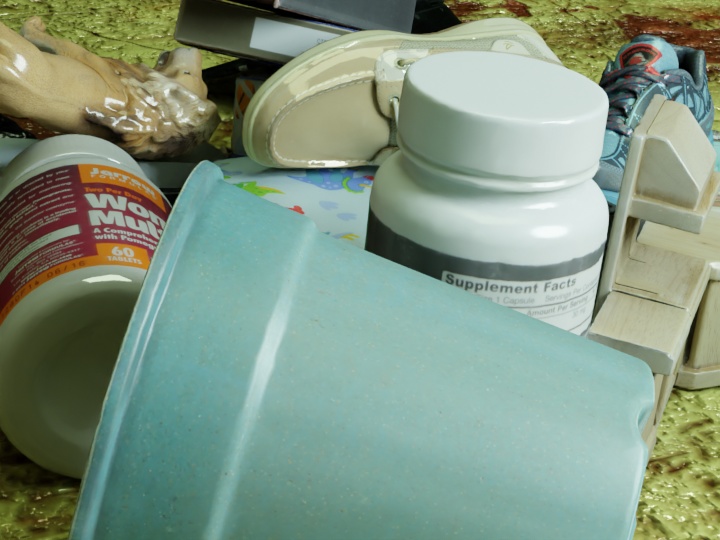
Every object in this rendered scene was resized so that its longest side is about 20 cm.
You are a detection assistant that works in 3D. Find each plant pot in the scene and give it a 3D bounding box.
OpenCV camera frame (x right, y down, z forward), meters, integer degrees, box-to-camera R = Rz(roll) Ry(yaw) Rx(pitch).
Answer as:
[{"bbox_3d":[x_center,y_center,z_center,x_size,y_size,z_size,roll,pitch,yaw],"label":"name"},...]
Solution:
[{"bbox_3d":[0.003,0.081,0.711,0.195,0.201,0.200,17,25,2],"label":"plant pot"}]

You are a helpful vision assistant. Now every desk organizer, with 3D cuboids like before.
[{"bbox_3d":[-0.035,-0.186,1.071,0.076,0.072,0.200,12,6,22],"label":"desk organizer"}]

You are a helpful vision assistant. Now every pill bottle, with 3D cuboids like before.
[{"bbox_3d":[-0.137,0.009,0.902,0.109,0.110,0.200,0,26,-15],"label":"pill bottle"},{"bbox_3d":[0.056,0.006,0.852,0.112,0.201,0.113,6,24,-3],"label":"pill bottle"}]

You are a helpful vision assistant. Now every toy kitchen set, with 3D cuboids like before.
[{"bbox_3d":[0.219,0.010,0.932,0.179,0.164,0.200,14,26,15],"label":"toy kitchen set"}]

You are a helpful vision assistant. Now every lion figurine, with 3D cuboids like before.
[{"bbox_3d":[-0.173,-0.103,0.985,0.122,0.073,0.199,29,17,29],"label":"lion figurine"}]

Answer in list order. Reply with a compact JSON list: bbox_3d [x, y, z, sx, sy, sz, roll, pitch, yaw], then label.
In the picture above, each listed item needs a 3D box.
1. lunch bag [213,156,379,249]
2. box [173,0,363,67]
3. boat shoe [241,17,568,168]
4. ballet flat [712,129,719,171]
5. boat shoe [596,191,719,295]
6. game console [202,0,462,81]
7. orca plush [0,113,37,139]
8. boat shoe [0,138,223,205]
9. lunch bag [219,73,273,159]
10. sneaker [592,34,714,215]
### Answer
[{"bbox_3d":[0.000,0.000,0.991,0.198,0.083,0.161,4,22,-8],"label":"lunch bag"},{"bbox_3d":[-0.048,-0.144,1.123,0.120,0.033,0.200,12,8,-2],"label":"box"},{"bbox_3d":[0.031,-0.093,1.008,0.199,0.073,0.065,-14,38,-25],"label":"boat shoe"},{"bbox_3d":[0.186,-0.079,1.254,0.198,0.068,0.075,9,2,-8],"label":"ballet flat"},{"bbox_3d":[0.226,-0.018,1.106,0.198,0.076,0.072,9,22,-1],"label":"boat shoe"},{"bbox_3d":[-0.005,-0.135,1.361,0.176,0.117,0.200,49,39,13],"label":"game console"},{"bbox_3d":[-0.262,-0.093,1.134,0.199,0.072,0.105,23,29,30],"label":"orca plush"},{"bbox_3d":[-0.171,-0.038,1.048,0.198,0.069,0.073,-7,24,-43],"label":"boat shoe"},{"bbox_3d":[0.010,-0.080,1.135,0.198,0.076,0.160,7,6,4],"label":"lunch bag"},{"bbox_3d":[0.154,-0.093,1.073,0.079,0.096,0.200,13,21,26],"label":"sneaker"}]
